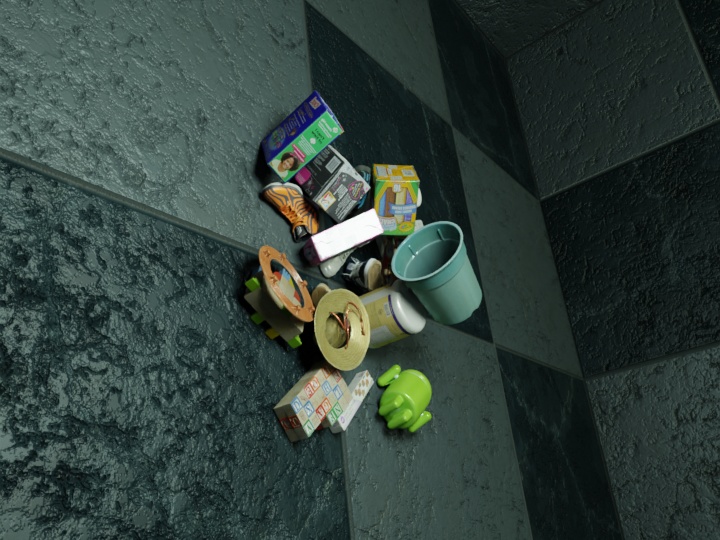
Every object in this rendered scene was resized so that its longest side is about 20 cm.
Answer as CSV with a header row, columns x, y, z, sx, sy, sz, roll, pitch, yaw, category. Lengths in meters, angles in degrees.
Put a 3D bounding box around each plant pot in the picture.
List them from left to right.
x,y,z,sx,sy,sz,roll,pitch,yaw,category
0.208,0.019,1.604,0.198,0.196,0.203,54,34,-32,plant pot

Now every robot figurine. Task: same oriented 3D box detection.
x,y,z,sx,sy,sz,roll,pitch,yaw,category
0.124,0.347,1.708,0.177,0.115,0.199,54,33,0,robot figurine

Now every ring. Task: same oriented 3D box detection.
x,y,z,sx,sy,sz,roll,pitch,yaw,category
-0.161,0.026,1.428,0.202,0.019,0.201,54,12,-16,ring

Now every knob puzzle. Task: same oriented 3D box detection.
x,y,z,sx,sy,sz,roll,pitch,yaw,category
0.090,-0.020,1.847,0.030,0.220,0.226,7,60,-19,knob puzzle

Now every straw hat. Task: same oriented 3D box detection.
x,y,z,sx,sy,sz,roll,pitch,yaw,category
-0.067,0.148,1.526,0.198,0.084,0.207,20,63,-44,straw hat

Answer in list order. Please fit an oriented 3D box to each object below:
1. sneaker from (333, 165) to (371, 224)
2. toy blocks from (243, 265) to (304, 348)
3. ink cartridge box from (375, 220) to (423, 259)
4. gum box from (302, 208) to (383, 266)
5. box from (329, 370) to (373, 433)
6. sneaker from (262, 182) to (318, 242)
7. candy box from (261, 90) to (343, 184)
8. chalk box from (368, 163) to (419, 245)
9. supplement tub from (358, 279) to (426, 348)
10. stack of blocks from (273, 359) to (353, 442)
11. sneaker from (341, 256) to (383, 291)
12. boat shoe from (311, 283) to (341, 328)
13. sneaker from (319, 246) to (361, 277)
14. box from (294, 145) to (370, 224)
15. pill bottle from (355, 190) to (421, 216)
x,y,z,sx,sy,sz,roll,pitch,yaw,category
-0.029,-0.193,1.741,0.071,0.202,0.083,14,41,-17,sneaker
-0.190,0.059,1.455,0.201,0.098,0.138,50,25,-26,toy blocks
0.142,-0.077,2.017,0.198,0.082,0.148,-10,80,-57,ink cartridge box
-0.050,-0.080,1.624,0.196,0.113,0.068,-25,89,-18,gum box
-0.024,0.325,1.573,0.039,0.041,0.200,58,33,-12,box
-0.167,-0.144,1.606,0.198,0.076,0.115,23,52,-48,sneaker
-0.150,-0.338,1.586,0.077,0.199,0.170,43,12,-31,candy box
0.086,-0.174,1.733,0.126,0.120,0.206,-100,-167,-62,chalk box
0.061,0.121,1.672,0.144,0.197,0.149,32,47,-41,supplement tub
-0.104,0.305,1.447,0.117,0.058,0.200,62,33,-9,stack of blocks
0.000,0.000,1.700,0.071,0.107,0.200,-58,166,-11,sneaker
-0.059,0.126,1.611,0.065,0.070,0.204,-69,136,-75,boat shoe
-0.037,-0.070,1.720,0.074,0.114,0.202,52,37,-24,sneaker
-0.081,-0.240,1.664,0.114,0.133,0.201,38,8,-38,box
0.074,-0.204,1.878,0.114,0.197,0.117,40,36,-39,pill bottle
